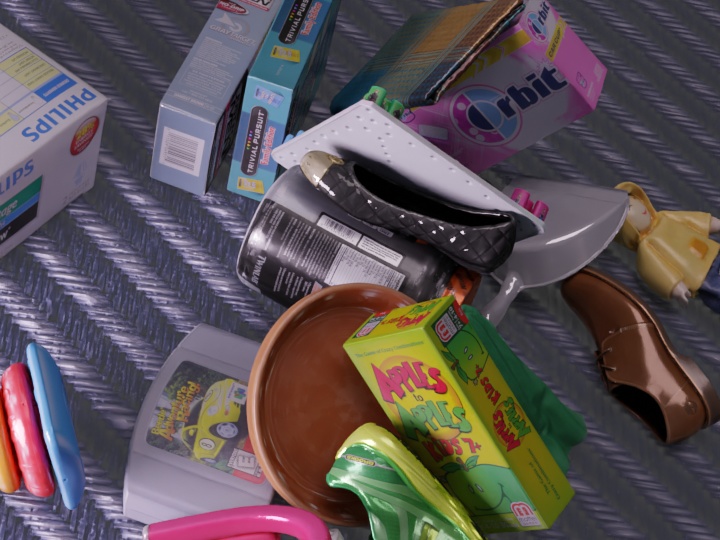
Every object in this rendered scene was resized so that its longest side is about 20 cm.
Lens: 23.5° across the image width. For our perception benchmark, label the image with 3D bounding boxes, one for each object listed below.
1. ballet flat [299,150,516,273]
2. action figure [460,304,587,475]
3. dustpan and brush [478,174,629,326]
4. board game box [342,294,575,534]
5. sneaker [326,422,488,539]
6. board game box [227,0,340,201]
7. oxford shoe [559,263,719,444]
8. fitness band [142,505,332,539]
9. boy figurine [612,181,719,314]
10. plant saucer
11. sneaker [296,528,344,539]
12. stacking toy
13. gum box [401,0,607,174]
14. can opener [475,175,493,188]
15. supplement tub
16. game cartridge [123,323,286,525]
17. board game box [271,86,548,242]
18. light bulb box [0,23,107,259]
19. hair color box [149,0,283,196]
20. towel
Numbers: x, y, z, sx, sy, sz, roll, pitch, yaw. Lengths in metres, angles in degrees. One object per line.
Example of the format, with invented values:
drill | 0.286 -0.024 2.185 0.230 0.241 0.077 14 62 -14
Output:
ballet flat | 0.042 -0.062 1.491 0.198 0.057 0.067 24 29 3
action figure | 0.113 0.099 1.467 0.200 0.054 0.119 53 39 -24
dustpan and brush | 0.154 -0.009 1.630 0.139 0.058 0.200 11 40 38
board game box | 0.080 0.122 1.410 0.048 0.101 0.201 -44 109 -37
sneaker | 0.049 0.217 1.406 0.083 0.074 0.200 -41 87 2
board game box | -0.070 -0.189 1.668 0.047 0.152 0.201 18 48 2
oxford shoe | 0.241 0.074 1.586 0.071 0.072 0.200 -28 61 -23
fitness band | -0.117 0.230 1.310 0.198 0.038 0.144 -11 18 3
boy figurine | 0.320 -0.020 1.690 0.199 0.065 0.124 35 53 11
plant saucer | -0.005 0.111 1.443 0.199 0.032 0.203 1 88 -29
sneaker | -0.045 0.286 1.333 0.075 0.105 0.200 -19 15 19
stacking toy | -0.325 0.143 1.365 0.198 0.117 0.110 -15 54 -9
gum box | 0.123 -0.172 1.667 0.113 0.199 0.066 44 43 -20
can opener | 0.037 -0.096 1.679 0.198 0.063 0.079 15 91 8
supplement tub | 0.000 0.000 1.545 0.199 0.123 0.123 28 49 8
game cartridge | -0.121 0.136 1.457 0.132 0.041 0.201 16 48 4
board game box | 0.042 -0.079 1.537 0.199 0.200 0.026 34 68 -18
light bulb box | -0.367 -0.118 1.544 0.199 0.125 0.198 35 50 14
hair color box | -0.137 -0.179 1.676 0.060 0.099 0.201 20 48 3
towel | 0.059 -0.198 1.633 0.147 0.200 0.022 -48 112 -17
